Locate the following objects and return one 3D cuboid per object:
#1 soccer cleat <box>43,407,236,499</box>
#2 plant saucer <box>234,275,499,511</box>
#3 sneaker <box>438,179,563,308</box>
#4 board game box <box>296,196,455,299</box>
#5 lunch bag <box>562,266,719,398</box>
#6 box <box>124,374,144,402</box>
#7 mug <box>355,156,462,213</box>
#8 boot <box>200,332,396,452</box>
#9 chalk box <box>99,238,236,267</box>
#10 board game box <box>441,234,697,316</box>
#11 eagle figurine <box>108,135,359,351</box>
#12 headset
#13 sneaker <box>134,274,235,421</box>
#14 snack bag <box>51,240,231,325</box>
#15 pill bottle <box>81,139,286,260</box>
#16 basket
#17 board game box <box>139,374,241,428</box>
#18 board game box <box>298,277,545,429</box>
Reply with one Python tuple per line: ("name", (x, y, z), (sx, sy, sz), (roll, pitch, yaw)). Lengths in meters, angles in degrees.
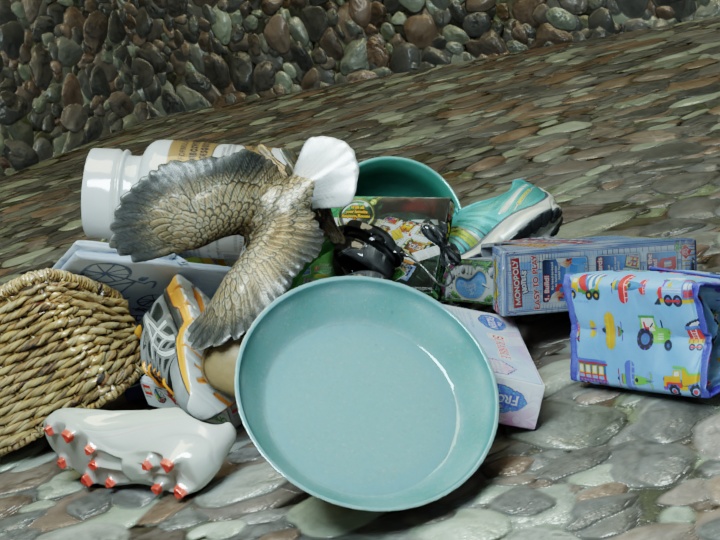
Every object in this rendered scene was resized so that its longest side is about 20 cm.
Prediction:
("soccer cleat", (-0.194, 0.150, 1.250), (0.199, 0.070, 0.078), (6, 33, 38))
("plant saucer", (0.003, 0.096, 1.073), (0.199, 0.200, 0.036), (-21, -28, -24))
("sneaker", (0.112, -0.023, 1.473), (0.200, 0.078, 0.080), (-32, 52, -12))
("board game box", (-0.007, -0.025, 1.449), (0.199, 0.105, 0.023), (3, -19, 25))
("lunch bag", (0.293, 0.038, 1.188), (0.199, 0.095, 0.150), (-9, 7, -35))
("box", (-0.204, 0.092, 1.559), (0.121, 0.033, 0.200), (-17, 15, -9))
("mug", (0.013, -0.036, 1.551), (0.184, 0.153, 0.114), (11, -18, -3))
("boot", (-0.051, 0.111, 1.171), (0.174, 0.066, 0.200), (9, 14, -3))
("chalk box", (-0.198, -0.022, 1.599), (0.199, 0.124, 0.125), (-11, 35, 36))
("board game box", (0.175, 0.002, 1.358), (0.199, 0.062, 0.200), (-5, 6, -36))
("eagle figurine", (-0.098, -0.033, 1.280), (0.151, 0.152, 0.200), (10, 25, 39))
("headset", (0.000, 0.000, 1.357), (0.199, 0.094, 0.124), (-11, 52, 25))
("sneaker", (-0.165, 0.084, 1.336), (0.077, 0.078, 0.200), (-40, 28, 9))
("snack bag", (-0.222, 0.018, 1.453), (0.199, 0.021, 0.189), (6, -24, -27))
("pill bottle", (-0.169, -0.071, 1.425), (0.199, 0.115, 0.114), (4, 15, 0))
("basket", (-0.322, 0.077, 1.415), (0.200, 0.149, 0.143), (-28, 9, 22))
("board game box", (-0.103, 0.079, 1.421), (0.126, 0.035, 0.200), (10, 35, 42))
("board game box", (0.043, 0.066, 1.222), (0.199, 0.041, 0.200), (11, 14, -3))
